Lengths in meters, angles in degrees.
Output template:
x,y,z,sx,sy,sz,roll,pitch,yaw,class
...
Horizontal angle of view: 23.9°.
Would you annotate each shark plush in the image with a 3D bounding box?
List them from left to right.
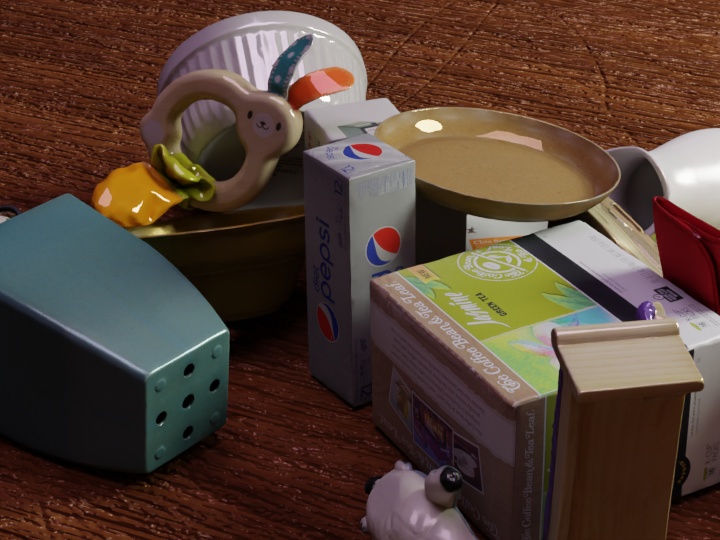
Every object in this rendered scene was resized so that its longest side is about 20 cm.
x,y,z,sx,sy,sz,roll,pitch,yaw,class
0.038,0.180,1.144,0.091,0.083,0.200,-55,16,-9,shark plush

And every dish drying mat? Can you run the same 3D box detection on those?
x,y,z,sx,sy,sz,roll,pitch,yaw,class
0.252,0.041,1.253,0.018,0.200,0.077,-30,38,-17,dish drying mat

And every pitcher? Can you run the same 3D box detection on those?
x,y,z,sx,sy,sz,roll,pitch,yaw,class
0.279,-0.073,1.525,0.200,0.121,0.171,-1,16,-37,pitcher

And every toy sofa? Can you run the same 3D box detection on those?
x,y,z,sx,sy,sz,roll,pitch,yaw,class
0.159,0.121,1.100,0.083,0.200,0.098,-5,35,-7,toy sofa

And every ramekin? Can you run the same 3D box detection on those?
x,y,z,sx,sy,sz,roll,pitch,yaw,class
-0.086,-0.137,1.593,0.200,0.200,0.105,-5,55,-9,ramekin

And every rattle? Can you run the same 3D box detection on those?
x,y,z,sx,sy,sz,roll,pitch,yaw,class
-0.119,-0.121,1.436,0.200,0.130,0.143,-20,-12,30,rattle

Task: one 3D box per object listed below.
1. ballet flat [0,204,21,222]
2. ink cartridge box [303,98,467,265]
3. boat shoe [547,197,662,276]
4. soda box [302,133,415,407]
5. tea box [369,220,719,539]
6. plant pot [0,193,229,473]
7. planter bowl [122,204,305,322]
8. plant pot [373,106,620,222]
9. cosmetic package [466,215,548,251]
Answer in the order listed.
x,y,z,sx,sy,sz,roll,pitch,yaw,class
-0.342,-0.001,1.469,0.073,0.073,0.200,9,30,16,ballet flat
0.018,-0.044,1.467,0.084,0.146,0.200,-9,29,-16,ink cartridge box
0.236,0.016,1.363,0.064,0.071,0.200,-21,68,-45,boat shoe
0.000,0.000,1.325,0.063,0.200,0.068,-18,31,-29,soda box
0.137,0.079,1.245,0.196,0.134,0.200,-17,32,-25,tea box
-0.202,0.059,1.288,0.200,0.141,0.141,26,37,32,plant pot
-0.117,-0.002,1.426,0.200,0.084,0.200,-6,7,1,planter bowl
0.108,-0.083,1.366,0.200,0.028,0.200,7,26,-3,plant pot
0.128,-0.015,1.490,0.101,0.071,0.200,-4,28,-6,cosmetic package
